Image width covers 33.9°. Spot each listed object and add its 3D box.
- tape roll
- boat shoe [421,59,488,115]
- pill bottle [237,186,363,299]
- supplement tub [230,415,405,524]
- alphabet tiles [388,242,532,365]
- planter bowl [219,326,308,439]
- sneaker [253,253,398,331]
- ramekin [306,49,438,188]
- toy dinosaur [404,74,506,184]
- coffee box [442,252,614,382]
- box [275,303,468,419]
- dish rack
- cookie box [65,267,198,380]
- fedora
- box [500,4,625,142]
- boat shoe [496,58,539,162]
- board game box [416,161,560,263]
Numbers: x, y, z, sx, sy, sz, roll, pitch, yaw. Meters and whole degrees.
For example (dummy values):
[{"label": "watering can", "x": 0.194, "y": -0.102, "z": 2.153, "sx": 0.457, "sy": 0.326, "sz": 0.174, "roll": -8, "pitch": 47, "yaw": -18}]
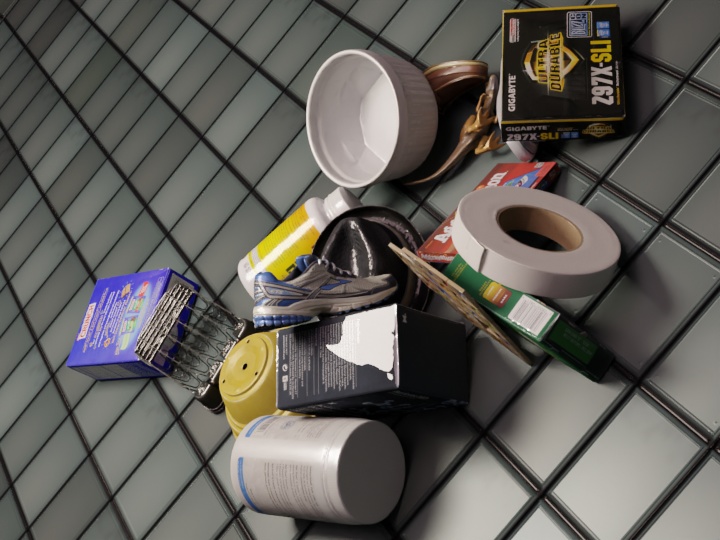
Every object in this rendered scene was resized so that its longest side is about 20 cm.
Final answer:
[{"label": "tape roll", "x": 0.208, "y": -0.037, "z": 1.406, "sx": 0.203, "sy": 0.202, "sz": 0.037, "roll": -121, "pitch": 36, "yaw": -49}, {"label": "boat shoe", "x": 0.111, "y": -0.260, "z": 1.764, "sx": 0.200, "sy": 0.072, "sz": 0.068, "roll": -15, "pitch": 74, "yaw": 42}, {"label": "pill bottle", "x": -0.078, "y": -0.031, "z": 1.744, "sx": 0.200, "sy": 0.109, "sz": 0.109, "roll": -41, "pitch": 41, "yaw": 16}, {"label": "supplement tub", "x": -0.057, "y": 0.251, "z": 1.500, "sx": 0.200, "sy": 0.132, "sz": 0.132, "roll": -3, "pitch": 60, "yaw": 43}, {"label": "alphabet tiles", "x": 0.113, "y": 0.031, "z": 1.462, "sx": 0.008, "sy": 0.167, "sz": 0.200, "roll": -49, "pitch": 39, "yaw": -3}, {"label": "planter bowl", "x": -0.139, "y": 0.151, "z": 1.672, "sx": 0.200, "sy": 0.083, "sz": 0.201, "roll": -27, "pitch": 45, "yaw": 30}, {"label": "sneaker", "x": -0.044, "y": 0.017, "z": 1.486, "sx": 0.077, "sy": 0.200, "sz": 0.085, "roll": -17, "pitch": 84, "yaw": 63}, {"label": "ramekin", "x": 0.022, "y": -0.223, "z": 1.735, "sx": 0.200, "sy": 0.105, "sz": 0.201, "roll": 9, "pitch": 102, "yaw": 46}, {"label": "toy dinosaur", "x": 0.157, "y": -0.186, "z": 1.681, "sx": 0.200, "sy": 0.060, "sz": 0.106, "roll": -54, "pitch": 14, "yaw": -9}, {"label": "coffee box", "x": 0.194, "y": 0.053, "z": 1.402, "sx": 0.044, "sy": 0.123, "sz": 0.200, "roll": -56, "pitch": 37, "yaw": 0}, {"label": "box", "x": 0.014, "y": 0.122, "z": 1.494, "sx": 0.200, "sy": 0.148, "sz": 0.107, "roll": -15, "pitch": 68, "yaw": 38}, {"label": "dish rack", "x": -0.256, "y": 0.111, "z": 1.829, "sx": 0.200, "sy": 0.055, "sz": 0.154, "roll": 26, "pitch": 81, "yaw": 37}, {"label": "cookie box", "x": -0.384, "y": 0.092, "z": 1.985, "sx": 0.200, "sy": 0.075, "sz": 0.172, "roll": -7, "pitch": 58, "yaw": 41}, {"label": "fedora", "x": 0.000, "y": 0.000, "z": 1.603, "sx": 0.200, "sy": 0.092, "sz": 0.201, "roll": -4, "pitch": 77, "yaw": 18}, {"label": "box", "x": 0.266, "y": -0.262, "z": 1.565, "sx": 0.159, "sy": 0.049, "sz": 0.200, "roll": 0, "pitch": 57, "yaw": 9}, {"label": "boat shoe", "x": 0.231, "y": -0.239, "z": 1.619, "sx": 0.065, "sy": 0.074, "sz": 0.200, "roll": -27, "pitch": 47, "yaw": 35}, {"label": "board game box", "x": 0.169, "y": -0.077, "z": 1.542, "sx": 0.103, "sy": 0.019, "sz": 0.200, "roll": 3, "pitch": 40, "yaw": 46}]
